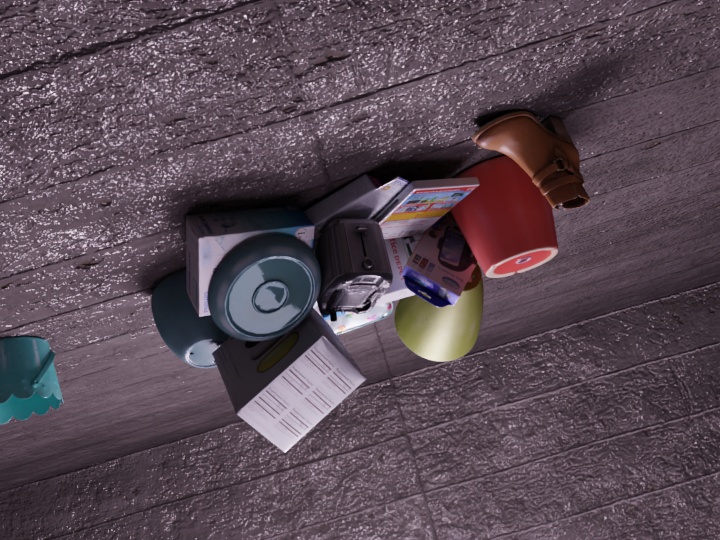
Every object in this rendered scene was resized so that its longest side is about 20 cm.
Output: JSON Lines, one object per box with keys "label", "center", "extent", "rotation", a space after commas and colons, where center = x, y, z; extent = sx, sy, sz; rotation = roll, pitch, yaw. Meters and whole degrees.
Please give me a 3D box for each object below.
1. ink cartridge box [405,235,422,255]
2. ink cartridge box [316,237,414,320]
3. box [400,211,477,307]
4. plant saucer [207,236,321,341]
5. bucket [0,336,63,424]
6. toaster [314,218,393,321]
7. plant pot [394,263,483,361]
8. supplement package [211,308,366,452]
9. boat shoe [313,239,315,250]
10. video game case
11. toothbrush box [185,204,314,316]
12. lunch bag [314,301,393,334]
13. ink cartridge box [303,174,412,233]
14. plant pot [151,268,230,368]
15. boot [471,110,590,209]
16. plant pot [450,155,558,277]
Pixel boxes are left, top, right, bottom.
{"label": "ink cartridge box", "center": [0.161, -0.032, 1.713], "extent": [0.199, 0.085, 0.146], "rotation": [-24, 161, 23]}
{"label": "ink cartridge box", "center": [0.000, 0.000, 1.556], "extent": [0.198, 0.146, 0.085], "rotation": [-16, 163, -1]}
{"label": "box", "center": [0.162, -0.023, 1.502], "extent": [0.201, 0.118, 0.042], "rotation": [-57, 175, -39]}
{"label": "plant saucer", "center": [-0.151, 0.038, 1.287], "extent": [0.198, 0.027, 0.202], "rotation": [-14, 126, -20]}
{"label": "bucket", "center": [-0.728, 0.230, 1.625], "extent": [0.205, 0.136, 0.207], "rotation": [-14, 163, -4]}
{"label": "toaster", "center": [-0.019, -0.005, 1.376], "extent": [0.113, 0.130, 0.200], "rotation": [0, 156, -17]}
{"label": "plant pot", "center": [0.177, 0.056, 1.606], "extent": [0.185, 0.188, 0.201], "rotation": [-11, 148, -16]}
{"label": "supplement package", "center": [-0.134, 0.174, 1.427], "extent": [0.200, 0.191, 0.147], "rotation": [-42, 127, 0]}
{"label": "boat shoe", "center": [-0.180, -0.042, 1.398], "extent": [0.198, 0.072, 0.068], "rotation": [-13, -160, -24]}
{"label": "video game case", "center": [0.102, -0.108, 1.397], "extent": [0.142, 0.018, 0.200], "rotation": [-7, 160, -32]}
{"label": "toothbrush box", "center": [-0.185, -0.019, 1.305], "extent": [0.198, 0.085, 0.148], "rotation": [-7, 121, -25]}
{"label": "lunch bag", "center": [-0.036, 0.051, 1.699], "extent": [0.198, 0.077, 0.161], "rotation": [-18, 126, 0]}
{"label": "ink cartridge box", "center": [0.028, -0.116, 1.394], "extent": [0.199, 0.044, 0.196], "rotation": [-28, 160, 25]}
{"label": "plant pot", "center": [-0.302, 0.109, 1.523], "extent": [0.198, 0.136, 0.201], "rotation": [-10, 140, -9]}
{"label": "boot", "center": [0.279, -0.168, 1.259], "extent": [0.199, 0.157, 0.077], "rotation": [-3, 160, -37]}
{"label": "plant pot", "center": [0.273, -0.094, 1.457], "extent": [0.199, 0.179, 0.201], "rotation": [-15, 163, -5]}
